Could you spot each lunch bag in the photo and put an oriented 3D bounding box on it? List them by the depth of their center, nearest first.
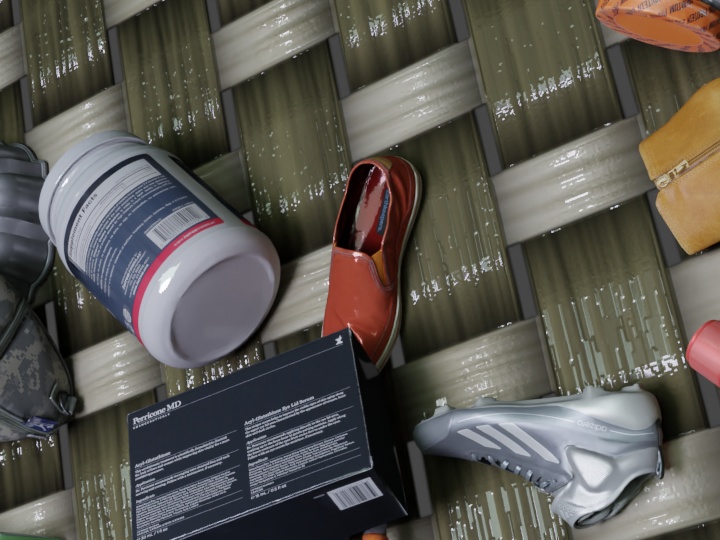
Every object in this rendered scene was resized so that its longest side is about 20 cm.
[{"bbox_3d":[-0.384,0.097,1.451,0.199,0.168,0.140,-13,40,33],"label":"lunch bag"}]

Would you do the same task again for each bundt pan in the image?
[{"bbox_3d":[-0.399,-0.042,1.544,0.201,0.076,0.203,-10,73,33],"label":"bundt pan"}]

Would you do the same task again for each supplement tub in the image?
[{"bbox_3d":[0.245,-0.270,1.125,0.122,0.122,0.201,16,88,36],"label":"supplement tub"},{"bbox_3d":[-0.178,-0.021,1.346,0.200,0.140,0.141,40,102,35],"label":"supplement tub"}]

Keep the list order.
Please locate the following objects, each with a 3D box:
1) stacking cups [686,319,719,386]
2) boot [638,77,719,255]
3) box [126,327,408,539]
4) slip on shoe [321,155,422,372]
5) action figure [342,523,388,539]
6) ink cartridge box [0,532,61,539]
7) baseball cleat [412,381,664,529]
[{"bbox_3d":[0.310,0.095,1.038,0.200,0.060,0.061,41,102,38],"label":"stacking cups"},{"bbox_3d":[0.289,-0.051,1.083,0.144,0.071,0.202,-43,55,26],"label":"boot"},{"bbox_3d":[-0.076,0.149,1.193,0.199,0.079,0.142,-22,47,12],"label":"box"},{"bbox_3d":[0.000,0.000,1.268,0.074,0.061,0.201,11,86,34],"label":"slip on shoe"},{"bbox_3d":[0.020,0.270,1.191,0.199,0.105,0.194,-16,75,2],"label":"action figure"},{"bbox_3d":[-0.359,0.345,1.417,0.146,0.084,0.201,-7,74,34],"label":"ink cartridge box"},{"bbox_3d":[0.127,0.141,1.140,0.199,0.070,0.107,-13,71,32],"label":"baseball cleat"}]
